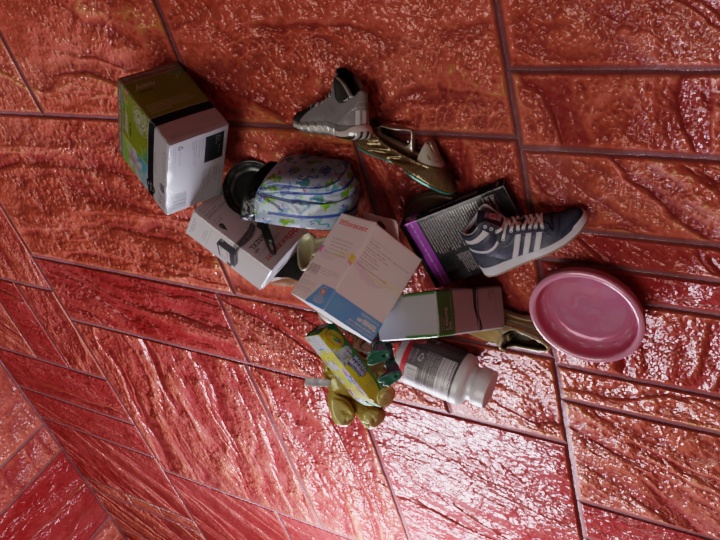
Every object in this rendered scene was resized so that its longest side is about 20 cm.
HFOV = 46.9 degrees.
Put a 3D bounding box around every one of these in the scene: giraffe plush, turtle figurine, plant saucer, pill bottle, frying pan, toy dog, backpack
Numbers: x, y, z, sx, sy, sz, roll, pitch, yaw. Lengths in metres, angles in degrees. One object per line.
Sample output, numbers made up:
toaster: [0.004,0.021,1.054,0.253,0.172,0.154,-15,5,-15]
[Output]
giraffe plush: [-0.023,0.250,1.887,0.200,0.162,0.173,21,99,-3]
turtle figurine: [0.028,0.135,1.688,0.101,0.200,0.150,-42,122,14]
plant saucer: [0.163,-0.058,1.523,0.200,0.029,0.200,23,140,21]
pill bottle: [0.176,0.210,1.715,0.200,0.111,0.111,21,139,22]
frying pan: [-0.196,-0.137,1.674,0.190,0.115,0.031,47,-176,3]
toy dog: [-0.006,0.019,1.623,0.139,0.194,0.200,-22,148,34]
plant saucer: [0.395,0.070,1.439,0.200,0.051,0.201,19,136,20]
backpack: [-0.099,-0.144,1.550,0.200,0.163,0.154,23,124,8]

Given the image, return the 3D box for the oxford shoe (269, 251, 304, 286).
oxford shoe: [-0.127,0.002,1.802,0.200,0.071,0.071,-1,155,39]

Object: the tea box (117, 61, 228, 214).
tea box: [-0.368,-0.257,1.618,0.197,0.133,0.200,50,147,23]

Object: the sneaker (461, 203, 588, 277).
sneaker: [0.261,-0.073,1.354,0.200,0.070,0.109,-28,114,26]

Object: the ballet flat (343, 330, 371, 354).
ballet flat: [-0.004,0.135,1.822,0.069,0.069,0.200,-9,123,43]

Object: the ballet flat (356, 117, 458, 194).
ballet flat: [0.086,-0.204,1.421,0.200,0.068,0.072,31,123,15]

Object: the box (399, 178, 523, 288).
box: [0.189,-0.061,1.441,0.200,0.036,0.143,-20,116,26]

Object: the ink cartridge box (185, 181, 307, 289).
ink cartridge box: [-0.234,-0.082,1.722,0.200,0.145,0.084,37,142,1]

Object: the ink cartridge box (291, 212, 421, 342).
ink cartridge box: [0.000,0.000,1.470,0.125,0.200,0.128,37,172,-32]

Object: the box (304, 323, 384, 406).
box: [-0.027,0.200,1.735,0.200,0.048,0.117,54,161,-6]

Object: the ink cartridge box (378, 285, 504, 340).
ink cartridge box: [0.149,0.078,1.524,0.146,0.200,0.085,-9,85,45]

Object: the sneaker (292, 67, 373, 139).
sneaker: [-0.046,-0.292,1.436,0.200,0.075,0.116,19,112,47]

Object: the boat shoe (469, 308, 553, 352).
boat shoe: [0.275,0.117,1.570,0.200,0.076,0.072,2,129,38]
